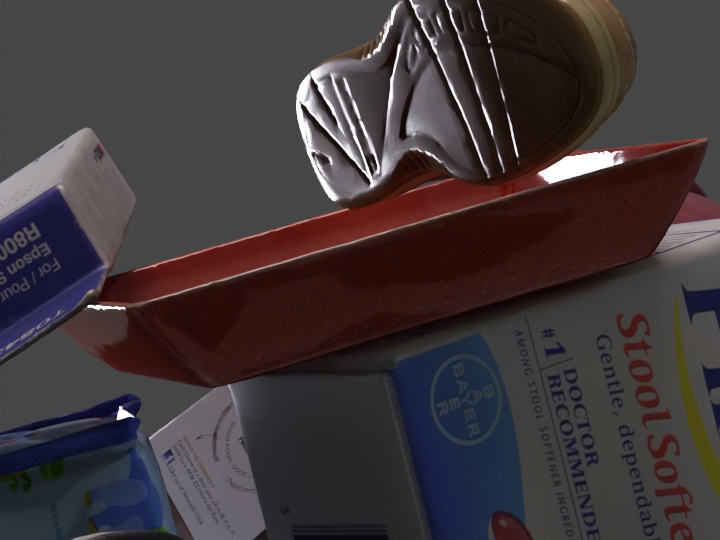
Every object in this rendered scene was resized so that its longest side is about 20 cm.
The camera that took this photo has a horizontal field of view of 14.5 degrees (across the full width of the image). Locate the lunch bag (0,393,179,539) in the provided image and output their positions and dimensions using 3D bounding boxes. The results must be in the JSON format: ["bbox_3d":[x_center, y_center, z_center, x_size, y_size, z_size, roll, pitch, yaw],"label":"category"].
[{"bbox_3d":[-0.155,0.154,1.054,0.199,0.171,0.127,-17,2,-5],"label":"lunch bag"}]

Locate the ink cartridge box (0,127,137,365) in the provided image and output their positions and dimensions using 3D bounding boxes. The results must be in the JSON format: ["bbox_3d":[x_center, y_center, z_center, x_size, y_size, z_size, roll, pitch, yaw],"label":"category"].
[{"bbox_3d":[-0.174,0.028,1.010,0.196,0.043,0.200,-33,8,4],"label":"ink cartridge box"}]

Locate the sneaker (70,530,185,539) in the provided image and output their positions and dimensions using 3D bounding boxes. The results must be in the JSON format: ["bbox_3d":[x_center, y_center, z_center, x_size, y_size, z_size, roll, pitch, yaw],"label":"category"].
[{"bbox_3d":[-0.144,0.129,0.801,0.146,0.077,0.202,-6,14,40],"label":"sneaker"}]

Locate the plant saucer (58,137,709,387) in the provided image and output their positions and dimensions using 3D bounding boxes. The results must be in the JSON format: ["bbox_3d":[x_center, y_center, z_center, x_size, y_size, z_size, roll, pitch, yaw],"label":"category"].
[{"bbox_3d":[0.000,0.000,0.978,0.199,0.037,0.200,-16,4,-15],"label":"plant saucer"}]

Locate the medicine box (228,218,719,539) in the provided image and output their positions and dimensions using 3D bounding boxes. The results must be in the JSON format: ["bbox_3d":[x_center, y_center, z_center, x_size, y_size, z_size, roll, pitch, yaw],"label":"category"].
[{"bbox_3d":[0.077,0.092,0.993,0.200,0.183,0.103,-18,6,-36],"label":"medicine box"}]

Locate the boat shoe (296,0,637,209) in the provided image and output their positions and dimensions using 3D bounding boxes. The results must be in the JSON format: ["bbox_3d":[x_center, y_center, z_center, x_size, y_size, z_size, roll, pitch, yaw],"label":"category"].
[{"bbox_3d":[0.045,-0.067,0.972,0.064,0.072,0.200,-18,4,-26],"label":"boat shoe"}]

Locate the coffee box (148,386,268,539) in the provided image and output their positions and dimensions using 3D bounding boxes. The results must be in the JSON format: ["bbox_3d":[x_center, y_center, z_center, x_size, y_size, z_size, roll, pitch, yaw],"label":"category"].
[{"bbox_3d":[-0.041,0.106,1.234,0.200,0.080,0.113,-37,-26,21],"label":"coffee box"}]

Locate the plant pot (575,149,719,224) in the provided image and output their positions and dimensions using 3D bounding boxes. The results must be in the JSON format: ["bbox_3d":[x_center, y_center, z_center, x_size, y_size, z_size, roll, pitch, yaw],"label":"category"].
[{"bbox_3d":[0.161,0.047,1.376,0.179,0.201,0.200,10,20,41],"label":"plant pot"}]
